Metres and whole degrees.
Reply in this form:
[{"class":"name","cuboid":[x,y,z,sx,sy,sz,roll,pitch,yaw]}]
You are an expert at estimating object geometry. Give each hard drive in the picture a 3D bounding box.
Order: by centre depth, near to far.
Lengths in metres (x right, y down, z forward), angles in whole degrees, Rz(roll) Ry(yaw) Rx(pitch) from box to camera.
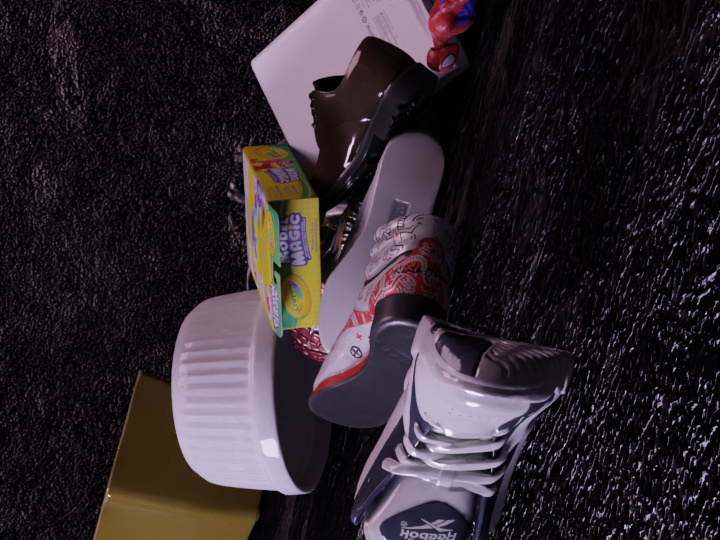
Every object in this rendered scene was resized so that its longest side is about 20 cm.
[{"class":"hard drive","cuboid":[-0.004,-0.182,1.361,0.200,0.027,0.132,-35,75,39]}]

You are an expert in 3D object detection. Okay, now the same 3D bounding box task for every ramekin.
[{"class":"ramekin","cuboid":[-0.102,0.112,1.463,0.200,0.105,0.200,-4,-90,-76]}]

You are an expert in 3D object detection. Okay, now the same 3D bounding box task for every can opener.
[{"class":"can opener","cuboid":[0.041,-0.124,1.461,0.067,0.053,0.200,-42,5,-3]}]

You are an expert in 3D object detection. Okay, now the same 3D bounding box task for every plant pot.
[{"class":"plant pot","cuboid":[-0.231,0.281,2.050,0.194,0.200,0.196,114,168,-51]}]

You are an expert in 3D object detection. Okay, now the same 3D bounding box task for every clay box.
[{"class":"clay box","cuboid":[-0.066,-0.028,1.334,0.200,0.048,0.115,-121,28,-67]}]

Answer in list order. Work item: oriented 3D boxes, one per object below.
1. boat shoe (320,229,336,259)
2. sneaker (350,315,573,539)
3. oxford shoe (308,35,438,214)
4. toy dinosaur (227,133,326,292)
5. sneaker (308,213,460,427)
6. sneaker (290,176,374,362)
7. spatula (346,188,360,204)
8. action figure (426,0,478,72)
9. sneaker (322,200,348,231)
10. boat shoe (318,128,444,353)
[{"class":"boat shoe","cuboid":[-0.046,0.002,1.565,0.075,0.075,0.202,-53,-7,-21]},{"class":"sneaker","cuboid":[0.046,0.093,0.765,0.199,0.079,0.130,170,114,-83]},{"class":"oxford shoe","cuboid":[-0.009,-0.124,1.312,0.073,0.084,0.200,-40,-11,-44]},{"class":"toy dinosaur","cuboid":[-0.069,-0.071,1.460,0.077,0.102,0.200,14,-89,-83]},{"class":"sneaker","cuboid":[0.020,0.037,1.148,0.201,0.067,0.108,123,162,-57]},{"class":"sneaker","cuboid":[0.000,0.000,1.397,0.200,0.078,0.082,-61,8,25]},{"class":"spatula","cuboid":[-0.011,-0.079,1.490,0.021,0.057,0.200,53,-176,-45]},{"class":"action figure","cuboid":[0.096,-0.246,1.212,0.065,0.052,0.200,-79,14,-66]},{"class":"sneaker","cuboid":[-0.008,-0.077,1.584,0.085,0.074,0.200,-65,13,-1]},{"class":"boat shoe","cuboid":[0.017,-0.022,1.292,0.069,0.072,0.200,-43,-33,-86]}]
